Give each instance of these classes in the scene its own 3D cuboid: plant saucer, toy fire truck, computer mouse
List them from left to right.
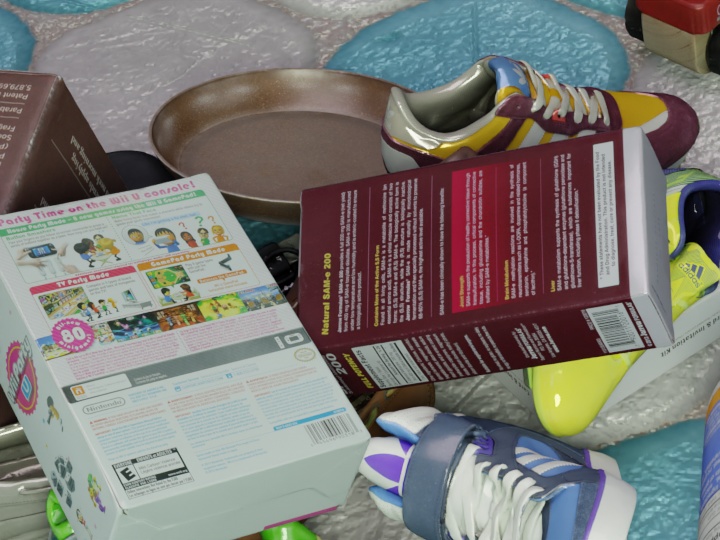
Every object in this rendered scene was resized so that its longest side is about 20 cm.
[{"bbox_3d":[-0.134,-0.026,1.556,0.138,0.053,0.200,-31,44,-17],"label":"computer mouse"},{"bbox_3d":[-0.038,-0.077,1.568,0.199,0.032,0.201,1,28,-1],"label":"plant saucer"},{"bbox_3d":[0.240,-0.255,1.592,0.176,0.201,0.128,-39,48,-25],"label":"toy fire truck"}]

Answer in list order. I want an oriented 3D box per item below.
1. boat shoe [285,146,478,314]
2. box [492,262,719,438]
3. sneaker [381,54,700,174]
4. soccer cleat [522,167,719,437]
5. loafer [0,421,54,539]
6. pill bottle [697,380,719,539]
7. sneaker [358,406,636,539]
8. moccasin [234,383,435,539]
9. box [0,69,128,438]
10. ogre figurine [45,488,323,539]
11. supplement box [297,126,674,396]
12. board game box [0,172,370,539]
[{"bbox_3d":[0.000,0.000,1.433,0.199,0.071,0.070,-32,3,12],"label":"boat shoe"},{"bbox_3d":[0.123,-0.003,1.471,0.155,0.041,0.200,-31,43,-17],"label":"box"},{"bbox_3d":[0.111,-0.088,1.461,0.199,0.091,0.075,-13,40,-10],"label":"sneaker"},{"bbox_3d":[0.157,0.013,1.361,0.083,0.065,0.200,0,42,37],"label":"soccer cleat"},{"bbox_3d":[-0.152,0.101,1.337,0.199,0.070,0.070,-22,36,4],"label":"loafer"},{"bbox_3d":[0.227,0.143,1.230,0.111,0.113,0.201,-2,43,13],"label":"pill bottle"},{"bbox_3d":[0.062,0.124,1.256,0.145,0.081,0.200,12,9,1],"label":"sneaker"},{"bbox_3d":[-0.041,0.100,1.375,0.201,0.078,0.074,-31,47,-18],"label":"moccasin"},{"bbox_3d":[-0.250,0.003,1.442,0.163,0.166,0.201,6,59,21],"label":"box"},{"bbox_3d":[-0.072,0.182,1.271,0.098,0.199,0.120,-35,36,44],"label":"ogre figurine"},{"bbox_3d":[0.066,-0.003,1.322,0.199,0.061,0.109,-9,57,18],"label":"supplement box"},{"bbox_3d":[-0.108,0.050,1.282,0.147,0.064,0.201,-12,54,-29],"label":"board game box"}]
